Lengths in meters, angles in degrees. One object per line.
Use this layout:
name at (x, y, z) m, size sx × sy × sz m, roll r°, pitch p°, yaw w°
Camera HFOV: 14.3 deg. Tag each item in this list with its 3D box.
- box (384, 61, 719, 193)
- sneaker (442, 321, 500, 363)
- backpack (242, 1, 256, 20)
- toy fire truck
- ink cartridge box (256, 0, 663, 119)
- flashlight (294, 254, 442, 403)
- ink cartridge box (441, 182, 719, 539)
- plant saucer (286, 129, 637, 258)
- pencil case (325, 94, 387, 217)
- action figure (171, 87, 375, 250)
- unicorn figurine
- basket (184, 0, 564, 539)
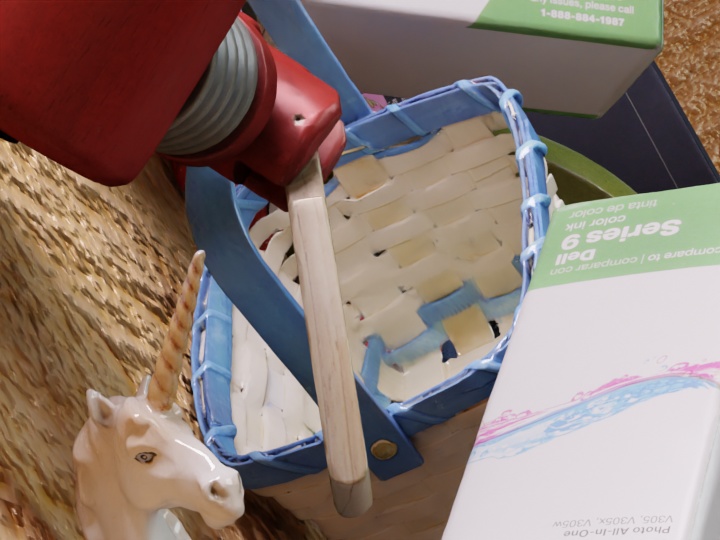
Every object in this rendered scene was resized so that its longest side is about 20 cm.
box at (0.093, -0.019, 1.451) m, size 0.104 × 0.182 × 0.201 m, roll 50°, pitch 13°, yaw -45°
sneaker at (0.043, 0.096, 1.184) m, size 0.066 × 0.078 × 0.201 m, roll 18°, pitch 59°, yaw -51°
backpack at (-0.041, -0.196, 1.235) m, size 0.200 × 0.166 × 0.127 m, roll 57°, pitch -31°, yaw 19°
toy fire truck at (-0.057, -0.039, 0.787) m, size 0.199 × 0.129 × 0.176 m, roll 33°, pitch 3°, yaw 13°
ink cartridge box at (0.039, -0.172, 1.118) m, size 0.084 × 0.144 × 0.201 m, roll 127°, pitch -33°, yaw -68°
flashlight at (0.020, 0.082, 1.097) m, size 0.068 × 0.067 × 0.201 m, roll 101°, pitch -24°, yaw -46°
ink cartridge box at (0.095, 0.091, 0.883) m, size 0.200 × 0.087 × 0.146 m, roll -70°, pitch 145°, yaw -48°
plant saucer at (0.063, -0.001, 1.232) m, size 0.200 × 0.199 × 0.031 m, roll 54°, pitch 48°, yaw -33°
pencil case at (-0.045, -0.110, 1.311) m, size 0.082 × 0.087 × 0.201 m, roll 7°, pitch 45°, yaw -40°
action figure at (-0.062, -0.106, 1.164) m, size 0.201 × 0.099 × 0.065 m, roll 62°, pitch 10°, yaw -1°
unicorn figurine at (-0.023, 0.112, 0.765) m, size 0.138 × 0.074 × 0.200 m, roll 56°, pitch -9°, yaw 31°
basket at (0.000, 0.000, 0.977) m, size 0.177 × 0.138 × 0.200 m, roll -88°, pitch 153°, yaw -52°
